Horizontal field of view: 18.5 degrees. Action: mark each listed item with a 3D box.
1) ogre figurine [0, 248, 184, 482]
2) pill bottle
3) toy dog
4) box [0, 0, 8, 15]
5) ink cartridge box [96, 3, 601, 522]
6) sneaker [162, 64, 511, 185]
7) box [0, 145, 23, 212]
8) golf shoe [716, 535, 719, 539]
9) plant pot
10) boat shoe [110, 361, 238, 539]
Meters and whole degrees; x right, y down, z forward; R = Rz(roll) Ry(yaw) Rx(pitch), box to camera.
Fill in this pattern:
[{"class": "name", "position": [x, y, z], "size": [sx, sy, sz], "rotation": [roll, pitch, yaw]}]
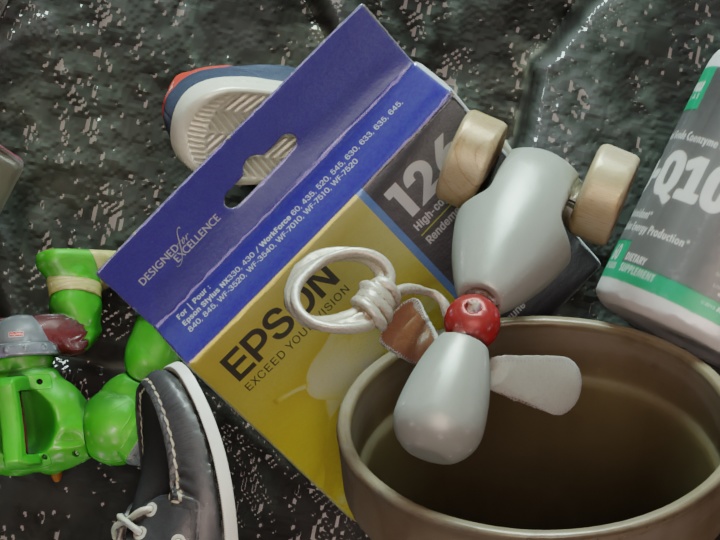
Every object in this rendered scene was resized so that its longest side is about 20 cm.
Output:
[{"class": "ogre figurine", "position": [-0.179, 0.051, 1.176], "size": [0.200, 0.098, 0.120], "rotation": [-2, 76, -12]}, {"class": "pill bottle", "position": [0.217, -0.049, 1.175], "size": [0.113, 0.113, 0.200], "rotation": [27, 87, 1]}, {"class": "toy dog", "position": [0.061, 0.013, 1.097], "size": [0.132, 0.096, 0.200], "rotation": [37, 64, 20]}, {"class": "box", "position": [-0.282, -0.192, 1.133], "size": [0.200, 0.199, 0.131], "rotation": [25, 87, 0]}, {"class": "ink cartridge box", "position": [0.000, 0.000, 1.159], "size": [0.198, 0.047, 0.200], "rotation": [-46, 123, -1]}, {"class": "sneaker", "position": [-0.013, -0.075, 1.200], "size": [0.200, 0.085, 0.075], "rotation": [13, 104, -24]}, {"class": "box", "position": [-0.299, -0.053, 1.140], "size": [0.200, 0.109, 0.128], "rotation": [26, 86, 22]}, {"class": "golf shoe", "position": [0.231, 0.137, 1.186], "size": [0.200, 0.094, 0.078], "rotation": [-42, 116, -28]}, {"class": "plant pot", "position": [0.090, 0.146, 1.127], "size": [0.200, 0.200, 0.174], "rotation": [-2, 119, -1]}, {"class": "boat shoe", "position": [-0.094, 0.148, 1.112], "size": [0.060, 0.074, 0.200], "rotation": [-9, 87, -18]}]
